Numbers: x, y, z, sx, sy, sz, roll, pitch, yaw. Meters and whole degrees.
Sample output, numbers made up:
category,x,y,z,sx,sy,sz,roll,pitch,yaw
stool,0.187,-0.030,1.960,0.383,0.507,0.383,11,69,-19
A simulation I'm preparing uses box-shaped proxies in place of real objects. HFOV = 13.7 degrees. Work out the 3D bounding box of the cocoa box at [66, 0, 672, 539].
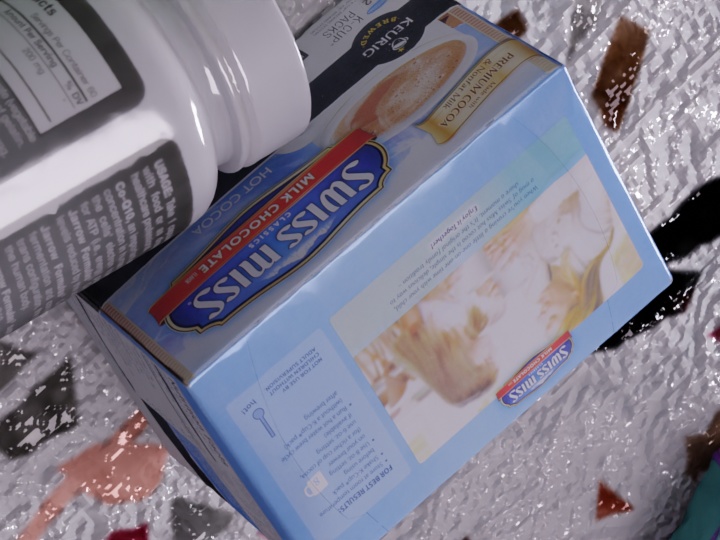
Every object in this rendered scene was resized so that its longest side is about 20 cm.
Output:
category,x,y,z,sx,sy,sz,roll,pitch,yaw
cocoa box,0.000,0.000,1.221,0.200,0.131,0.133,-40,129,-11

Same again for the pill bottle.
category,x,y,z,sx,sy,sz,roll,pitch,yaw
pill bottle,-0.126,-0.045,1.124,0.200,0.114,0.114,-31,126,-18

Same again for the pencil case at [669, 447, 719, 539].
category,x,y,z,sx,sy,sz,roll,pitch,yaw
pencil case,0.159,0.185,1.451,0.200,0.085,0.092,-58,155,3
